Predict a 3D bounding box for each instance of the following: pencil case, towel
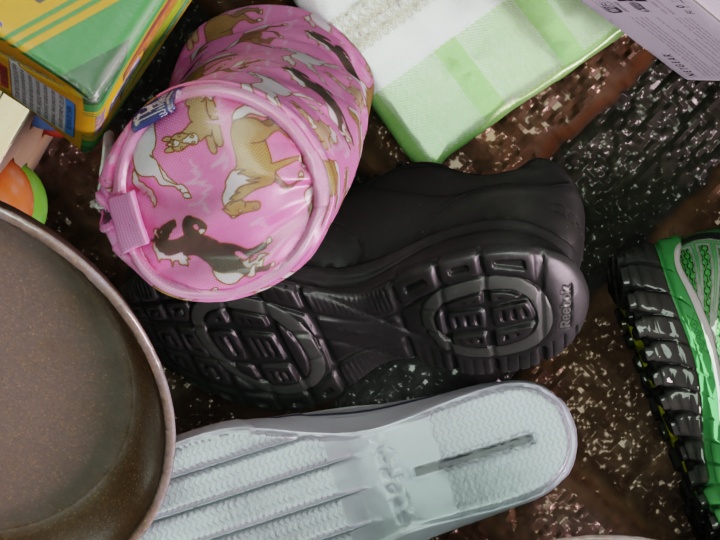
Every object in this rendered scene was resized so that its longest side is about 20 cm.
[{"bbox_3d":[-0.044,-0.049,1.122,0.086,0.200,0.083,33,105,-3],"label":"pencil case"},{"bbox_3d":[0.027,-0.161,1.216,0.149,0.031,0.200,-34,92,2],"label":"towel"}]

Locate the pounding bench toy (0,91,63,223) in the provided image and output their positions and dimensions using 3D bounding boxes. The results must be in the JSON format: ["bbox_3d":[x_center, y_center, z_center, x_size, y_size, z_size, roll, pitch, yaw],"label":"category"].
[{"bbox_3d":[-0.201,-0.046,1.160,0.156,0.124,0.200,30,90,-1],"label":"pounding bench toy"}]

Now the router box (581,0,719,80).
[{"bbox_3d":[0.120,-0.185,1.119,0.049,0.200,0.180,3,78,30],"label":"router box"}]

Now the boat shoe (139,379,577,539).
[{"bbox_3d":[-0.011,0.092,1.187,0.199,0.067,0.074,-9,84,-6],"label":"boat shoe"}]

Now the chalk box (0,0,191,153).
[{"bbox_3d":[-0.090,-0.163,1.046,0.124,0.125,0.200,34,83,-1],"label":"chalk box"}]

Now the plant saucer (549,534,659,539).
[{"bbox_3d":[0.095,0.201,1.127,0.200,0.032,0.201,0,88,9],"label":"plant saucer"}]

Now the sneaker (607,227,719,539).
[{"bbox_3d":[0.170,0.076,1.188,0.085,0.078,0.200,-19,90,-1],"label":"sneaker"}]

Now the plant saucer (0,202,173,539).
[{"bbox_3d":[-0.165,0.041,1.100,0.200,0.032,0.201,5,127,7],"label":"plant saucer"}]

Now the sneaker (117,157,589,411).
[{"bbox_3d":[0.000,0.000,1.192,0.200,0.091,0.076,-4,129,17],"label":"sneaker"}]
